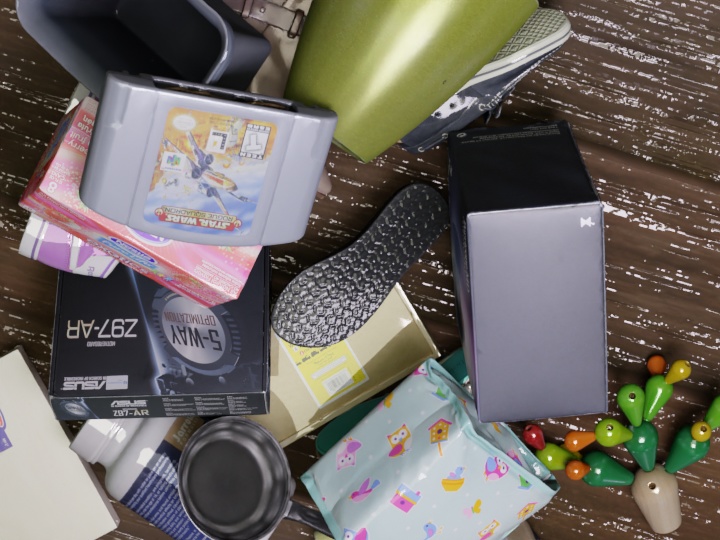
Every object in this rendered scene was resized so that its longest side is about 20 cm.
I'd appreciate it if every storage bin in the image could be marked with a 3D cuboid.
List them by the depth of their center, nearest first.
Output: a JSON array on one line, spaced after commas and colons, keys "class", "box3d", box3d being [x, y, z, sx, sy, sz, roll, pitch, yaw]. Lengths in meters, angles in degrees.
[{"class": "storage bin", "box3d": [-0.173, -0.221, 1.579, 0.200, 0.134, 0.146, 41, 109, 15]}]

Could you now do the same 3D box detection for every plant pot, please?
[{"class": "plant pot", "box3d": [0.025, -0.201, 1.583, 0.186, 0.187, 0.201, 34, 91, -5]}]

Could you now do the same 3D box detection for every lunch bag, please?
[{"class": "lunch bag", "box3d": [0.072, 0.202, 1.643, 0.170, 0.122, 0.200, -44, 134, 7]}]

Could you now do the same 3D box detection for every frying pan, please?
[{"class": "frying pan", "box3d": [-0.083, 0.193, 1.646, 0.189, 0.031, 0.116, 6, 75, -31]}]

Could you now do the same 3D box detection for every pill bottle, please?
[{"class": "pill bottle", "box3d": [-0.169, 0.188, 1.697, 0.199, 0.111, 0.111, 35, 98, -5]}]

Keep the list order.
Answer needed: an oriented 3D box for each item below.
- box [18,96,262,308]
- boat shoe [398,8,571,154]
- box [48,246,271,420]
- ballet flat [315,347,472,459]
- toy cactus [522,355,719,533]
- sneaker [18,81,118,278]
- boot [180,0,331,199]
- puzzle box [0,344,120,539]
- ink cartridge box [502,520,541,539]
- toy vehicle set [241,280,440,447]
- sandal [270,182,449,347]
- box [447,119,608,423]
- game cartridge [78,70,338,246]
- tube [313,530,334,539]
[{"class": "box", "box3d": [-0.185, -0.057, 1.590, 0.199, 0.102, 0.095, 30, 74, -16]}, {"class": "boat shoe", "box3d": [0.107, -0.173, 1.658, 0.199, 0.075, 0.062, -32, 127, 11]}, {"class": "box", "box3d": [-0.181, 0.056, 1.664, 0.198, 0.044, 0.161, -1, 57, 1]}, {"class": "ballet flat", "box3d": [0.054, 0.141, 1.714, 0.199, 0.076, 0.064, -30, 132, 10]}, {"class": "toy cactus", "box3d": [0.264, 0.173, 1.716, 0.198, 0.102, 0.166, -21, 117, 1]}, {"class": "sneaker", "box3d": [-0.230, -0.092, 1.667, 0.113, 0.073, 0.202, 18, 89, -4]}, {"class": "boot", "box3d": [-0.064, -0.184, 1.660, 0.200, 0.070, 0.146, 41, 95, -6]}, {"class": "puzzle box", "box3d": [-0.335, 0.188, 1.742, 0.132, 0.025, 0.201, -27, 98, 5]}, {"class": "ink cartridge box", "box3d": [0.105, 0.343, 1.688, 0.199, 0.165, 0.075, -36, 111, 5]}, {"class": "toy vehicle set", "box3d": [-0.039, 0.075, 1.721, 0.199, 0.027, 0.125, -30, 97, 5]}, {"class": "sandal", "box3d": [0.001, 0.000, 1.676, 0.200, 0.048, 0.076, -40, 96, -9]}, {"class": "box", "box3d": [0.144, -0.003, 1.598, 0.122, 0.199, 0.202, -5, 114, -1]}, {"class": "game cartridge", "box3d": [-0.128, -0.087, 1.508, 0.198, 0.042, 0.134, 8, 112, -20]}, {"class": "tube", "box3d": [0.054, 0.233, 1.737, 0.198, 0.052, 0.058, -23, 142, 0]}]
